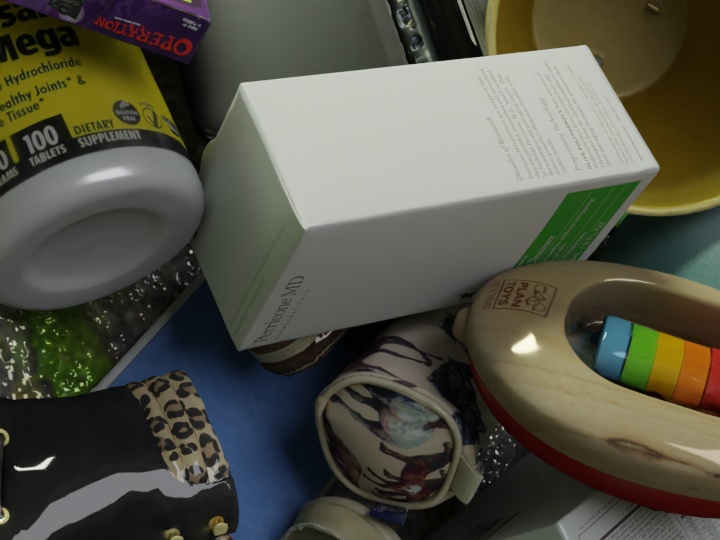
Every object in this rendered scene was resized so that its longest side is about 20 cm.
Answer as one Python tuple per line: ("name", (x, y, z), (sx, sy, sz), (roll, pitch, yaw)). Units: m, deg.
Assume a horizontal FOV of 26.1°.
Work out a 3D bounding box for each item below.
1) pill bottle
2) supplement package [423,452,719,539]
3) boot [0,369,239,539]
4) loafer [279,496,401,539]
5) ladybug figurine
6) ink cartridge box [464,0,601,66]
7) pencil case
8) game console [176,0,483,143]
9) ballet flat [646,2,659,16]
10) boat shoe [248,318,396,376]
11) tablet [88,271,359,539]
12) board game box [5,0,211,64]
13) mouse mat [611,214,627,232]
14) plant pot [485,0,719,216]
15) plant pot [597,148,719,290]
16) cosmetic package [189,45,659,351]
("pill bottle", (-0.159, -0.092, 0.734), (0.112, 0.112, 0.200), (-8, 62, -39))
("supplement package", (0.147, 0.198, 0.827), (0.151, 0.152, 0.200), (-31, 91, -41))
("boot", (-0.125, 0.140, 0.686), (0.150, 0.073, 0.201), (-10, 70, -27))
("loafer", (0.000, 0.210, 0.760), (0.068, 0.076, 0.201), (-6, 75, -50))
("ladybug figurine", (0.139, 0.061, 0.746), (0.199, 0.072, 0.136), (20, 40, 9))
("ink cartridge box", (0.089, -0.109, 0.976), (0.200, 0.057, 0.163), (-18, 83, -38))
("pencil case", (0.052, 0.056, 0.832), (0.089, 0.078, 0.200), (39, 31, 7))
("game console", (-0.018, -0.144, 0.854), (0.176, 0.116, 0.201), (32, 38, -60))
("ballet flat", (0.180, -0.198, 1.022), (0.200, 0.063, 0.069), (20, 52, -47))
("boat shoe", (0.005, -0.002, 0.851), (0.075, 0.075, 0.202), (56, 40, -22))
("tablet", (-0.073, 0.085, 0.802), (0.130, 0.014, 0.200), (48, 49, -10))
("board game box", (-0.139, -0.173, 0.716), (0.120, 0.032, 0.200), (21, 30, -27))
("mouse mat", (0.154, -0.125, 1.068), (0.161, 0.008, 0.201), (25, 57, -27))
("plant pot", (0.159, -0.143, 0.901), (0.199, 0.142, 0.201), (-1, 103, -6))
("plant pot", (0.206, 0.047, 0.931), (0.134, 0.200, 0.201), (-33, 93, -15))
("cosmetic package", (0.027, -0.038, 0.751), (0.199, 0.108, 0.085), (-12, 63, -29))
